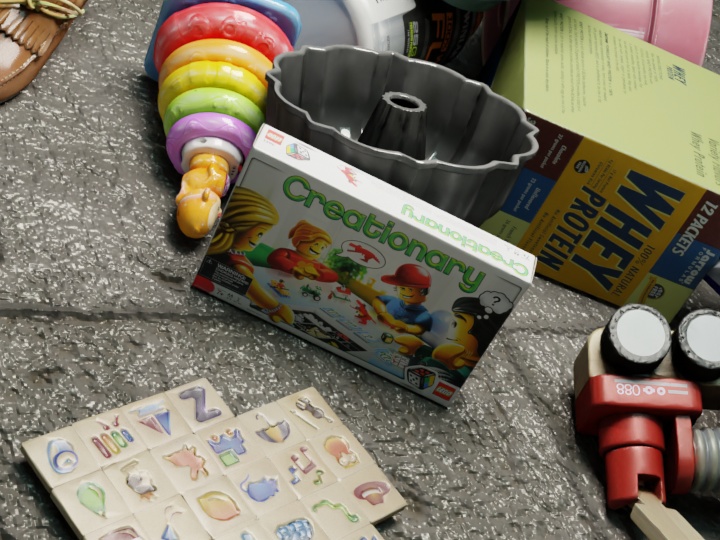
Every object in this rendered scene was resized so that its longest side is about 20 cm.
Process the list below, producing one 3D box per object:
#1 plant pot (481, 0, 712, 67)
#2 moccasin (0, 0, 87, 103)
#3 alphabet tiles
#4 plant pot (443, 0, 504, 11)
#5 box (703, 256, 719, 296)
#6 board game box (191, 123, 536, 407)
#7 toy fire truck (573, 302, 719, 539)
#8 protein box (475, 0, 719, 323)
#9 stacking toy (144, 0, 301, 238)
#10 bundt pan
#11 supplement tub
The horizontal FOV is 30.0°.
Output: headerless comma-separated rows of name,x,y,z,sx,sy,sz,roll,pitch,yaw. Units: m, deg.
plant pot,0.212,-0.238,1.262,0.177,0.201,0.201,6,41,-5
moccasin,-0.235,-0.200,0.988,0.074,0.078,0.202,39,54,-5
alphabet tiles,-0.071,0.134,0.784,0.199,0.008,0.167,-17,57,-43
plant pot,0.105,-0.298,1.096,0.199,0.134,0.201,22,45,-24
box,0.378,0.027,1.019,0.184,0.105,0.200,45,-1,-2
board game box,0.000,0.000,0.894,0.199,0.127,0.035,25,37,-5
toy fire truck,0.242,0.130,0.916,0.174,0.129,0.201,5,64,-4
protein box,0.195,-0.096,1.120,0.199,0.135,0.199,21,38,-10
stacking toy,-0.107,-0.106,0.982,0.109,0.116,0.201,14,51,-15
bundt pan,0.023,-0.087,0.962,0.200,0.076,0.202,12,27,-6
supplement tub,0.019,-0.220,1.157,0.122,0.123,0.200,41,40,15
